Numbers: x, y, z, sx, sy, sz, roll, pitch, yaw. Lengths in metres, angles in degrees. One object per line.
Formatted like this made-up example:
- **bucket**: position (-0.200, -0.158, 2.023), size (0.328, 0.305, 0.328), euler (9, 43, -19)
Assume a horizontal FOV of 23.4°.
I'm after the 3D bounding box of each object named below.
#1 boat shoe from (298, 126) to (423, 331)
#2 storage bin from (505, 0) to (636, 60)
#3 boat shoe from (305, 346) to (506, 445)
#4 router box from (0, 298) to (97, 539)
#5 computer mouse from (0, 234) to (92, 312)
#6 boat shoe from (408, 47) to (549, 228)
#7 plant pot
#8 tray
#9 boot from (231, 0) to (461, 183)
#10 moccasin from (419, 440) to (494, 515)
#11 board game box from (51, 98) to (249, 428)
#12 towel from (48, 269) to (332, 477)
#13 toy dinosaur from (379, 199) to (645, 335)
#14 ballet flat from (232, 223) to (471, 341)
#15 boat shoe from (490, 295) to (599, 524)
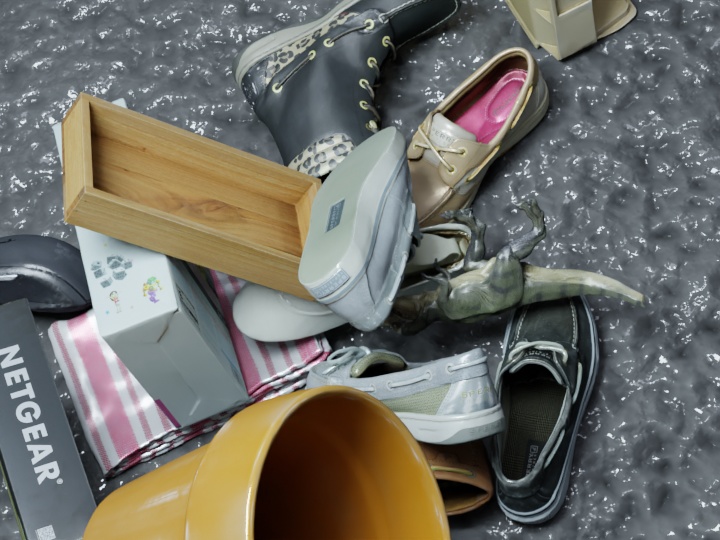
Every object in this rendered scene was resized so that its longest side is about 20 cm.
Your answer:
- **boat shoe**: position (0.008, -0.028, 1.250), size (0.070, 0.072, 0.201), euler (-29, 25, 28)
- **storage bin**: position (0.141, -0.309, 1.415), size (0.093, 0.200, 0.199), euler (-26, 58, -3)
- **boat shoe**: position (0.027, 0.079, 1.237), size (0.074, 0.065, 0.202), euler (-12, 10, -31)
- **router box**: position (-0.227, 0.146, 1.239), size (0.052, 0.158, 0.200), euler (-16, 56, -14)
- **computer mouse**: position (-0.307, 0.005, 1.370), size (0.199, 0.046, 0.140), euler (8, 26, 16)
- **boat shoe**: position (0.073, -0.101, 1.381), size (0.074, 0.069, 0.200), euler (32, 72, 25)
- **plant pot**: position (-0.072, 0.186, 1.096), size (0.183, 0.200, 0.201), euler (-14, 53, 36)
- **tray**: position (-0.115, -0.050, 1.235), size (0.037, 0.199, 0.099), euler (-48, 37, 34)
- **boot**: position (0.009, -0.148, 1.424), size (0.203, 0.074, 0.154), euler (-23, 61, 2)
- **moccasin**: position (-0.005, 0.164, 1.239), size (0.200, 0.074, 0.078), euler (-7, 41, -3)
- **board game box**: position (-0.157, -0.004, 1.295), size (0.064, 0.148, 0.201), euler (-21, 55, 4)
- **towel**: position (-0.136, 0.057, 1.353), size (0.199, 0.030, 0.147), euler (-26, 58, -5)
- **toy dinosaur**: position (0.102, -0.004, 1.269), size (0.199, 0.047, 0.089), euler (-8, 89, 8)
- **ballet flat**: position (0.000, 0.000, 1.312), size (0.199, 0.070, 0.070), euler (-14, 57, -13)
- **boat shoe**: position (0.134, 0.082, 1.259), size (0.072, 0.071, 0.201), euler (1, 59, 12)
